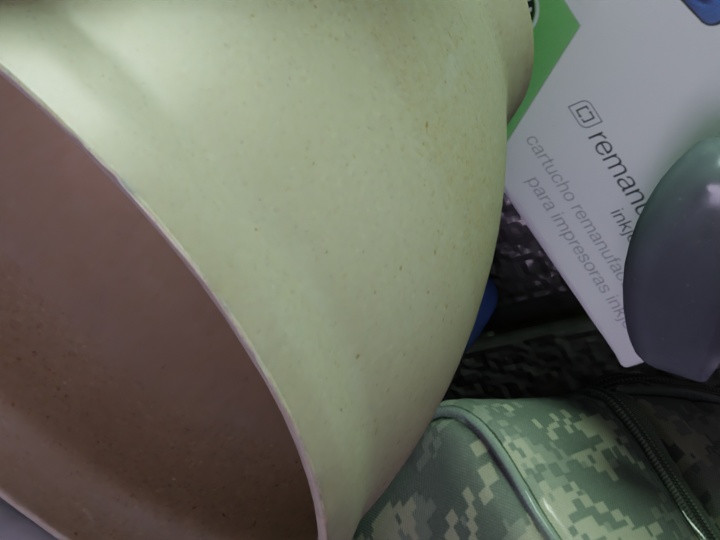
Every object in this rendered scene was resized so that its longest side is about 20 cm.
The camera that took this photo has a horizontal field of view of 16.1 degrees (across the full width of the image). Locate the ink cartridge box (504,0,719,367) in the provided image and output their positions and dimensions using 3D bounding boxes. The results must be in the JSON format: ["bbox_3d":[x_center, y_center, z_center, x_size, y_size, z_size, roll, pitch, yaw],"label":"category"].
[{"bbox_3d":[0.119,-0.084,0.638,0.200,0.088,0.145,-24,114,26],"label":"ink cartridge box"}]

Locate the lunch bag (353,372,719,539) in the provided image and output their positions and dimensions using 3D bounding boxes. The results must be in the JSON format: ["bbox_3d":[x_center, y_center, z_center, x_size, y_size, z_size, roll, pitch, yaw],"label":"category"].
[{"bbox_3d":[0.065,0.131,0.761,0.200,0.168,0.139,-55,53,34],"label":"lunch bag"}]

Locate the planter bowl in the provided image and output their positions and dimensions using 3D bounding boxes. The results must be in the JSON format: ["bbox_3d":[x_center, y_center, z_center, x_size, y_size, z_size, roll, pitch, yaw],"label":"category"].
[{"bbox_3d":[-0.045,-0.038,0.588,0.200,0.135,0.200,33,152,20],"label":"planter bowl"}]

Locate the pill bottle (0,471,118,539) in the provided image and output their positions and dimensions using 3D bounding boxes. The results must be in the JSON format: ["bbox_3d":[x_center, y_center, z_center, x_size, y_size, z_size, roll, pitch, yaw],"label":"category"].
[{"bbox_3d":[-0.080,0.145,0.714,0.112,0.112,0.200,20,113,1],"label":"pill bottle"}]

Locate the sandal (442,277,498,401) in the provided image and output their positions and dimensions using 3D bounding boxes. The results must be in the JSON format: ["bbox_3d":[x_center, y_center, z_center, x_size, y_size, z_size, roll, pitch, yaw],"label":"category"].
[{"bbox_3d":[0.000,0.000,0.743,0.087,0.080,0.200,7,130,-8],"label":"sandal"}]

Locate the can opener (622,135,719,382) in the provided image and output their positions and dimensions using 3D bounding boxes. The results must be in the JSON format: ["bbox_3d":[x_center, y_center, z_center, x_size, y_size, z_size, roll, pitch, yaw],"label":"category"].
[{"bbox_3d":[0.111,-0.041,0.583,0.066,0.053,0.200,19,126,3],"label":"can opener"}]
